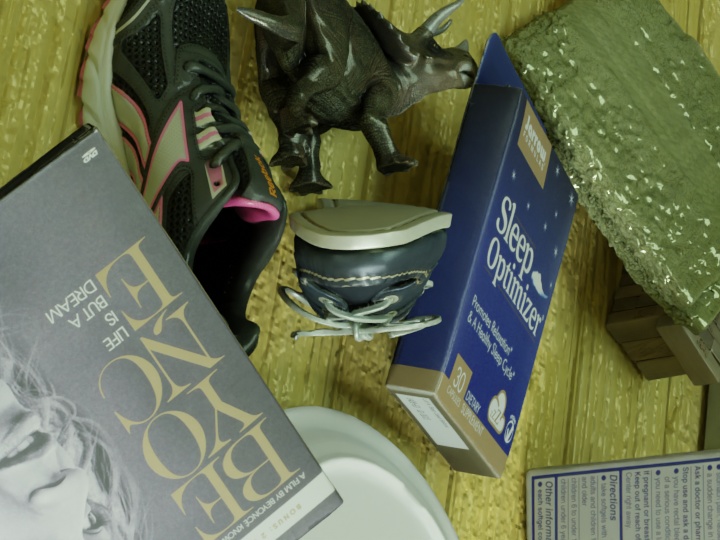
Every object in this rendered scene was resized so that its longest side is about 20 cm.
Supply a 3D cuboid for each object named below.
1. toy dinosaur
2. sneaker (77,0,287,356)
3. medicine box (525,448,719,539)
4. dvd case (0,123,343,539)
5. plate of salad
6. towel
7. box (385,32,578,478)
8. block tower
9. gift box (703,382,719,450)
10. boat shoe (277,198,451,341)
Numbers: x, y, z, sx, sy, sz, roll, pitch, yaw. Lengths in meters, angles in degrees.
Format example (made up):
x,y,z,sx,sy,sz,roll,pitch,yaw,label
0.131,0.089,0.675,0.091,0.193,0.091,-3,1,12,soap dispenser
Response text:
x,y,z,sx,sy,sz,roll,pitch,yaw,label
-0.021,-0.100,1.026,0.200,0.077,0.103,21,58,-52,toy dinosaur
-0.067,-0.039,0.939,0.080,0.086,0.201,17,69,-50,sneaker
0.192,0.191,1.120,0.103,0.199,0.183,17,69,-48,medicine box
-0.112,0.065,0.856,0.149,0.016,0.200,-38,116,-14,dvd case
-0.009,0.162,0.999,0.200,0.048,0.201,31,47,-40,plate of salad
0.166,-0.073,1.235,0.148,0.036,0.200,-37,92,-41,towel
0.069,-0.008,1.100,0.121,0.032,0.201,52,49,-59,box
0.205,-0.022,1.304,0.054,0.058,0.200,50,45,-32,block tower
0.324,0.105,1.315,0.184,0.200,0.187,28,62,-39,gift box
0.000,0.000,0.974,0.200,0.075,0.062,-144,-122,-85,boat shoe
